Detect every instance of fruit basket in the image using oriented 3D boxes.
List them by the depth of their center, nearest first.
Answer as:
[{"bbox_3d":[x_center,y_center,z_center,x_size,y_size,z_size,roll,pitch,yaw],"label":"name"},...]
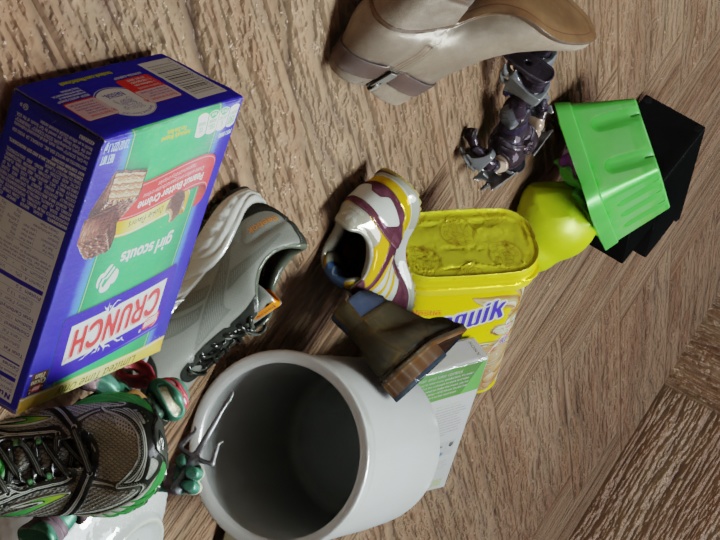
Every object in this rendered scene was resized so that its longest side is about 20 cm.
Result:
[{"bbox_3d":[0.245,-0.092,2.228,0.215,0.156,0.216,-14,163,-4],"label":"fruit basket"}]

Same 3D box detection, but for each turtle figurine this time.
[{"bbox_3d":[-0.174,0.115,1.387,0.200,0.150,0.101,-37,168,-35],"label":"turtle figurine"}]

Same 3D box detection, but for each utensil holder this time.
[{"bbox_3d":[-0.033,0.156,1.726,0.171,0.170,0.200,-64,159,8],"label":"utensil holder"}]

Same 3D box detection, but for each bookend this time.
[{"bbox_3d":[0.343,-0.084,2.512,0.199,0.092,0.200,-49,160,-27],"label":"bookend"}]

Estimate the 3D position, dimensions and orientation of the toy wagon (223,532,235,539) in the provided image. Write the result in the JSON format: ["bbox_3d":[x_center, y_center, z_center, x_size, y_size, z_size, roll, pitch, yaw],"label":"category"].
[{"bbox_3d":[-0.093,0.245,1.917,0.155,0.039,0.201,-38,151,-49],"label":"toy wagon"}]

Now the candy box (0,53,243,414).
[{"bbox_3d":[-0.173,-0.026,1.248,0.169,0.077,0.201,-27,143,-60],"label":"candy box"}]

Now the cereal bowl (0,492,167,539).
[{"bbox_3d":[-0.211,0.209,1.485,0.200,0.083,0.200,-51,158,-30],"label":"cereal bowl"}]

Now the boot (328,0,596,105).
[{"bbox_3d":[0.076,-0.185,1.569,0.199,0.070,0.146,20,133,-39],"label":"boot"}]

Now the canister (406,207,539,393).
[{"bbox_3d":[0.086,0.037,1.935,0.148,0.087,0.200,-4,141,-13],"label":"canister"}]

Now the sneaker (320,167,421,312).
[{"bbox_3d":[0.000,0.000,1.773,0.090,0.075,0.201,-37,145,-33],"label":"sneaker"}]

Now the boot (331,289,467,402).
[{"bbox_3d":[0.036,0.048,1.751,0.075,0.097,0.200,-44,178,13],"label":"boot"}]

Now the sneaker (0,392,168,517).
[{"bbox_3d":[-0.209,0.126,1.223,0.085,0.199,0.078,2,75,-66],"label":"sneaker"}]

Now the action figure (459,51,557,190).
[{"bbox_3d":[0.156,-0.161,1.949,0.130,0.069,0.200,-57,166,-35],"label":"action figure"}]

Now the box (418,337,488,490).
[{"bbox_3d":[0.039,0.159,1.933,0.144,0.036,0.201,-13,141,-28],"label":"box"}]

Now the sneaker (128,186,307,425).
[{"bbox_3d":[-0.113,0.037,1.499,0.201,0.079,0.074,-60,164,2],"label":"sneaker"}]
